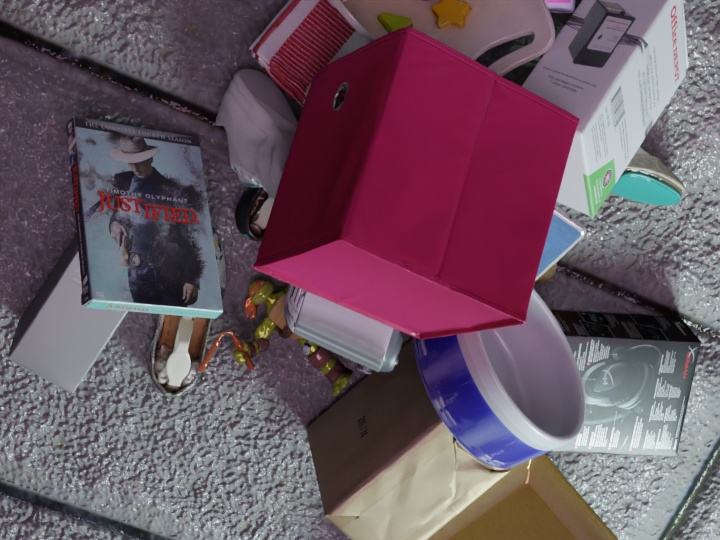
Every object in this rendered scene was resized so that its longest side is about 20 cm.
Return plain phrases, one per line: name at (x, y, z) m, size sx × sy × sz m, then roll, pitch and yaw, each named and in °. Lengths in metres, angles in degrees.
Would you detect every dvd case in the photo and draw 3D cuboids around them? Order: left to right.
dvd case at (-0.215, -0.052, 1.324) m, size 0.145 × 0.201 × 0.022 m, roll 7°, pitch 151°, yaw -35°

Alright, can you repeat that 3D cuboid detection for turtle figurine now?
turtle figurine at (-0.071, 0.064, 1.460) m, size 0.161 × 0.064 × 0.200 m, roll 38°, pitch 87°, yaw -2°

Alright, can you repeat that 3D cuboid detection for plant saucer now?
plant saucer at (0.186, 0.333, 1.535) m, size 0.199 × 0.200 × 0.049 m, roll -32°, pitch 155°, yaw -20°

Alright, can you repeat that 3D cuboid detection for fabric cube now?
fabric cube at (0.047, -0.070, 1.212) m, size 0.199 × 0.196 × 0.200 m, roll 24°, pitch 74°, yaw -23°

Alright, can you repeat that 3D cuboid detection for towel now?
towel at (0.000, -0.206, 1.362) m, size 0.200 × 0.023 × 0.144 m, roll 43°, pitch 77°, yaw -20°

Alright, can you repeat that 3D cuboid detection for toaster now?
toaster at (0.000, 0.000, 1.377) m, size 0.129 × 0.114 × 0.201 m, roll 18°, pitch 93°, yaw -1°

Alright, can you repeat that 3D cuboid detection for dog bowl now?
dog bowl at (0.144, 0.098, 1.375) m, size 0.079 × 0.200 × 0.200 m, roll -30°, pitch 114°, yaw 30°

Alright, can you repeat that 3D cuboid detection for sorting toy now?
sorting toy at (0.089, -0.252, 1.283) m, size 0.200 × 0.107 × 0.180 m, roll -35°, pitch 74°, yaw -3°

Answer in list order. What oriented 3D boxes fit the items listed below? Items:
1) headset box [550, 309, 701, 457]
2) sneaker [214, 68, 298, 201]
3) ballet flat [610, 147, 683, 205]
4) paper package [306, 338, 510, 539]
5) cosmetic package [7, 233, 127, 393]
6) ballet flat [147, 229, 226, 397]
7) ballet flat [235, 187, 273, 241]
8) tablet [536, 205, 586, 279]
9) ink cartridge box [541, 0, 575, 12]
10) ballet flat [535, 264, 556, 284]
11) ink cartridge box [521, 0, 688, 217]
headset box at (0.271, 0.129, 1.526) m, size 0.199 × 0.077 × 0.150 m, roll 3°, pitch 111°, yaw -7°
sneaker at (-0.090, -0.105, 1.345) m, size 0.075 × 0.200 × 0.089 m, roll 5°, pitch 137°, yaw -43°
ballet flat at (0.267, -0.121, 1.432) m, size 0.199 × 0.067 × 0.063 m, roll 12°, pitch 71°, yaw -24°
paper package at (0.046, 0.193, 1.459) m, size 0.190 × 0.200 × 0.103 m, roll -41°, pitch 112°, yaw 9°
cosmetic package at (-0.282, 0.016, 1.400) m, size 0.090 × 0.107 × 0.200 m, roll 34°, pitch 102°, yaw -18°
ballet flat at (-0.187, 0.051, 1.445) m, size 0.072 × 0.072 × 0.201 m, roll 10°, pitch 110°, yaw -11°
ballet flat at (-0.057, -0.105, 1.398) m, size 0.068 × 0.068 × 0.200 m, roll 35°, pitch 104°, yaw -16°
tablet at (0.136, -0.026, 1.419) m, size 0.130 × 0.014 × 0.200 m, roll 33°, pitch 139°, yaw -8°
ink cartridge box at (0.187, -0.363, 1.296) m, size 0.042 × 0.119 × 0.201 m, roll 2°, pitch 112°, yaw -5°
ballet flat at (0.169, -0.061, 1.439) m, size 0.067 × 0.072 × 0.201 m, roll -14°, pitch 113°, yaw 6°
ink cartridge box at (0.240, -0.179, 1.320) m, size 0.200 × 0.084 × 0.146 m, roll -54°, pitch 150°, yaw -19°
